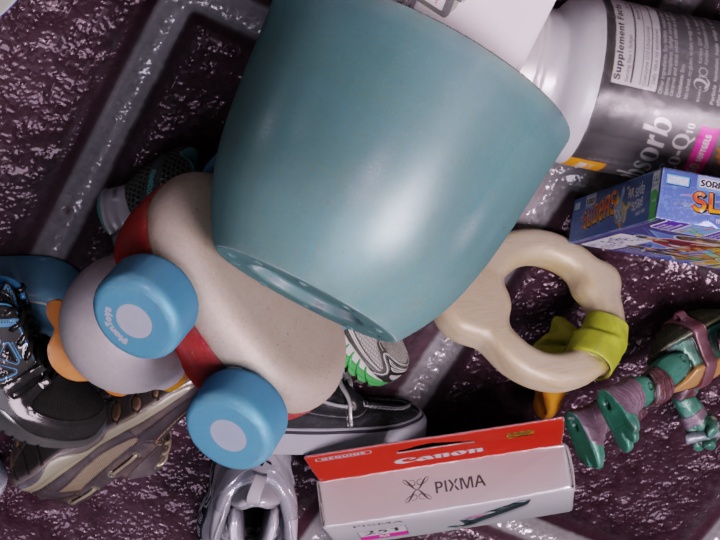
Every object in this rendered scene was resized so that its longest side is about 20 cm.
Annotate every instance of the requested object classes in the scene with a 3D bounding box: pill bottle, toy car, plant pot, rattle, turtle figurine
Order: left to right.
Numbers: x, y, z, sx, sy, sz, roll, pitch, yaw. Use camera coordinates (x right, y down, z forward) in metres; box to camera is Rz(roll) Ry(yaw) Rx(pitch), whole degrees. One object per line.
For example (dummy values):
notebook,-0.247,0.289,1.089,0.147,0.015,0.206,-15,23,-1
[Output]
toy car,-0.127,0.042,1.127,0.200,0.185,0.177,-26,109,36
plant pot,0.001,-0.055,1.012,0.200,0.200,0.161,31,82,-21
rattle,0.086,0.034,1.241,0.199,0.143,0.131,8,78,-17
pill bottle,0.180,-0.120,1.121,0.199,0.117,0.117,10,122,-9
turtle figurine,0.255,0.079,1.258,0.199,0.101,0.150,-23,150,-21

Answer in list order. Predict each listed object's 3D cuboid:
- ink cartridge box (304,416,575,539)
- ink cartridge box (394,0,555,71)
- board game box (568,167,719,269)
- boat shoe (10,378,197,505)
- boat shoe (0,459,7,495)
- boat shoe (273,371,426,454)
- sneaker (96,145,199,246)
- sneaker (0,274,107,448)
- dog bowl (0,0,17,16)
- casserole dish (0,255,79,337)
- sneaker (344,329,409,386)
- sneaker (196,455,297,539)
ink cartridge box,0.065,0.166,1.294,0.199,0.044,0.174,-9,162,4
ink cartridge box,0.007,-0.198,1.036,0.199,0.145,0.084,29,91,-21
board game box,0.234,-0.031,1.145,0.135,0.200,0.035,10,85,-9
boat shoe,-0.182,0.119,1.298,0.199,0.075,0.073,-29,132,24
boat shoe,-0.373,0.139,1.301,0.200,0.070,0.066,30,116,-29
boat shoe,-0.031,0.099,1.267,0.198,0.073,0.068,3,95,-31
sneaker,-0.091,-0.011,1.209,0.091,0.078,0.200,-41,117,18
sneaker,-0.255,0.055,1.197,0.200,0.073,0.082,37,115,-23
dog bowl,-0.287,-0.243,1.042,0.199,0.079,0.201,-1,123,-2
casserole dish,-0.291,0.050,1.259,0.199,0.039,0.122,-2,123,-2
sneaker,0.000,0.000,1.215,0.085,0.078,0.201,-16,122,7
sneaker,-0.091,0.208,1.325,0.075,0.115,0.201,6,123,-6
